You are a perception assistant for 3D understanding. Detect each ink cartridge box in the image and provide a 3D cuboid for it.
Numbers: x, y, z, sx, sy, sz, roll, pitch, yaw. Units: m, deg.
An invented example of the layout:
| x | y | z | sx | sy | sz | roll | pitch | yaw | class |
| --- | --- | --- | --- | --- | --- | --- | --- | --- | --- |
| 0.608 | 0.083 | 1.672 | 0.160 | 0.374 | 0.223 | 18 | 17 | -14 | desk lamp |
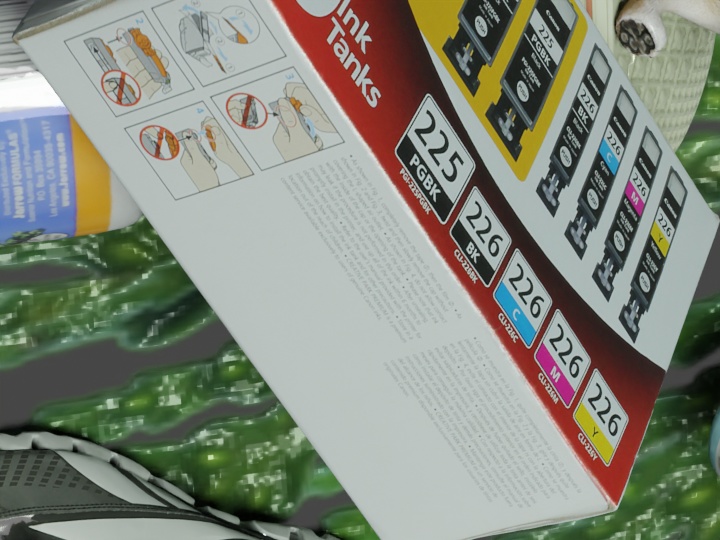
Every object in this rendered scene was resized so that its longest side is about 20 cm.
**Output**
| x | y | z | sx | sy | sz | roll | pitch | yaw | class |
| --- | --- | --- | --- | --- | --- | --- | --- | --- | --- |
| 0.016 | -0.052 | 0.800 | 0.083 | 0.176 | 0.200 | -16 | 122 | 34 | ink cartridge box |

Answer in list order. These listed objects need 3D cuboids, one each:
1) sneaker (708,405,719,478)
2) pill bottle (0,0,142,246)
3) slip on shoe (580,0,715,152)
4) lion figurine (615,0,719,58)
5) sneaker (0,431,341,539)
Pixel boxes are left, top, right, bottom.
| x | y | z | sx | sy | sz | roll | pitch | yaw | class |
| --- | --- | --- | --- | --- | --- | --- | --- | --- | --- |
| 0.230 | 0.077 | 0.930 | 0.199 | 0.131 | 0.080 | -13 | 135 | -21 | sneaker |
| -0.168 | -0.054 | 0.803 | 0.198 | 0.112 | 0.113 | -8 | 117 | -9 | pill bottle |
| 0.066 | -0.110 | 0.866 | 0.074 | 0.061 | 0.201 | -51 | 136 | -30 | slip on shoe |
| 0.163 | -0.056 | 0.888 | 0.123 | 0.072 | 0.201 | -49 | 127 | -32 | lion figurine |
| -0.071 | 0.111 | 0.916 | 0.199 | 0.091 | 0.067 | 19 | 108 | -21 | sneaker |
